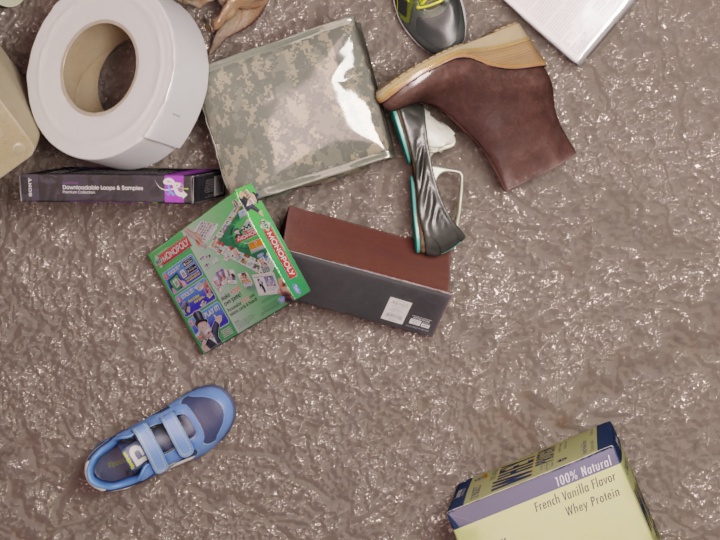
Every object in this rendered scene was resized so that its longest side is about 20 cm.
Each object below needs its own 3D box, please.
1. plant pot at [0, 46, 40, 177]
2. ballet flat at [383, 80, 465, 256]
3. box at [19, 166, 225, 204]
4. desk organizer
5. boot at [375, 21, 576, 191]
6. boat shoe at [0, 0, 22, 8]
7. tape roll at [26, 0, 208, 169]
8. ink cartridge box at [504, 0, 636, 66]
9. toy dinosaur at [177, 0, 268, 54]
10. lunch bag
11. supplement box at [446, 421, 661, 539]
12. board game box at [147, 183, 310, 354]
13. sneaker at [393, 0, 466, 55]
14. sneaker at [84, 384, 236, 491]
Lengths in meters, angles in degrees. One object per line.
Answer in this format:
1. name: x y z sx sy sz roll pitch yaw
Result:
1. plant pot: -0.463 -0.171 1.622 0.199 0.177 0.200 -36 126 -5
2. ballet flat: 0.077 -0.118 1.666 0.068 0.068 0.202 -12 95 -2
3. box: -0.265 -0.096 1.678 0.198 0.143 0.036 3 97 9
4. desk organizer: 0.000 0.000 1.678 0.198 0.077 0.072 15 131 -8
5. boot: 0.129 -0.163 1.621 0.199 0.072 0.168 -24 95 -18
6. boat shoe: -0.444 -0.393 1.723 0.062 0.071 0.201 -20 95 52
7. tape roll: -0.266 -0.214 1.637 0.201 0.071 0.205 -3 82 26
8. ink cartridge box: 0.217 -0.350 1.635 0.200 0.050 0.161 42 100 7
9. toy dinosaur: -0.133 -0.340 1.675 0.086 0.135 0.202 27 127 47
10. lunch bag: -0.075 -0.172 1.656 0.198 0.118 0.165 -16 93 5
11. supplement box: 0.225 0.305 1.641 0.199 0.134 0.201 -24 91 10
12. board game box: -0.150 0.002 1.668 0.200 0.029 0.135 -29 89 48
13. sneaker: 0.056 -0.329 1.639 0.074 0.085 0.201 -23 91 11
14. sneaker: -0.234 0.201 1.730 0.199 0.082 0.074 -30 89 8
